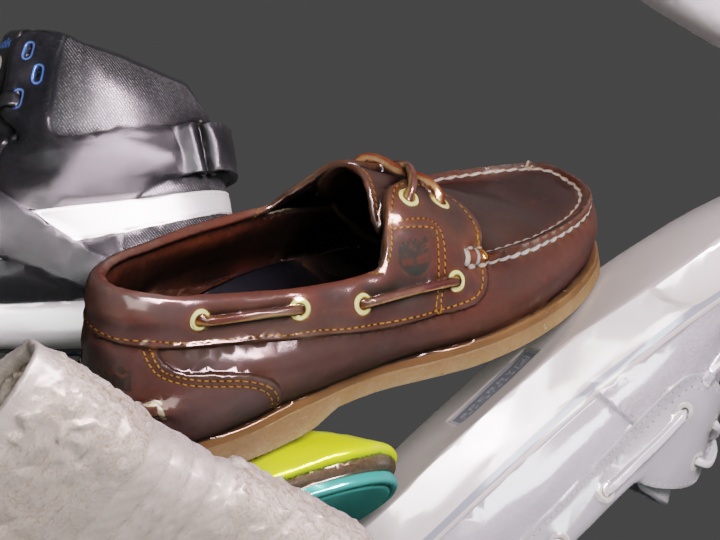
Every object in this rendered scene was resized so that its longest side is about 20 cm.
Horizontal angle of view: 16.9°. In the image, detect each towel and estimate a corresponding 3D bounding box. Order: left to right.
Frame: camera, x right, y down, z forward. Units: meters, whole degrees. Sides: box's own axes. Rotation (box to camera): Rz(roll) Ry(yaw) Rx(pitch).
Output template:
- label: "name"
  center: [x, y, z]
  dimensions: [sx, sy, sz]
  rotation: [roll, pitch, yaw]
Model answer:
- label: "towel"
  center: [-0.102, 0.120, 0.728]
  dimensions: [0.132, 0.035, 0.200]
  rotation: [31, 111, -27]

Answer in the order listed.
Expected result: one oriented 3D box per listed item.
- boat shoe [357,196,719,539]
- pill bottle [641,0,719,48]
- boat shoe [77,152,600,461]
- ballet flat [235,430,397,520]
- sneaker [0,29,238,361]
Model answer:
- label: "boat shoe"
  center: [0.082, 0.050, 0.803]
  dimensions: [0.200, 0.072, 0.069]
  rotation: [-41, 101, -12]
- label: "pill bottle"
  center: [0.180, -0.154, 0.796]
  dimensions: [0.111, 0.111, 0.200]
  rotation: [30, 97, 1]
- label: "boat shoe"
  center: [0.000, 0.000, 0.765]
  dimensions: [0.200, 0.070, 0.070]
  rotation: [-25, 123, -36]
- label: "ballet flat"
  center: [-0.087, 0.084, 0.771]
  dimensions: [0.200, 0.067, 0.067]
  rotation: [-29, 68, 7]
- label: "sneaker"
  center: [-0.139, -0.025, 0.798]
  dimensions: [0.200, 0.073, 0.112]
  rotation: [0, 77, -13]
